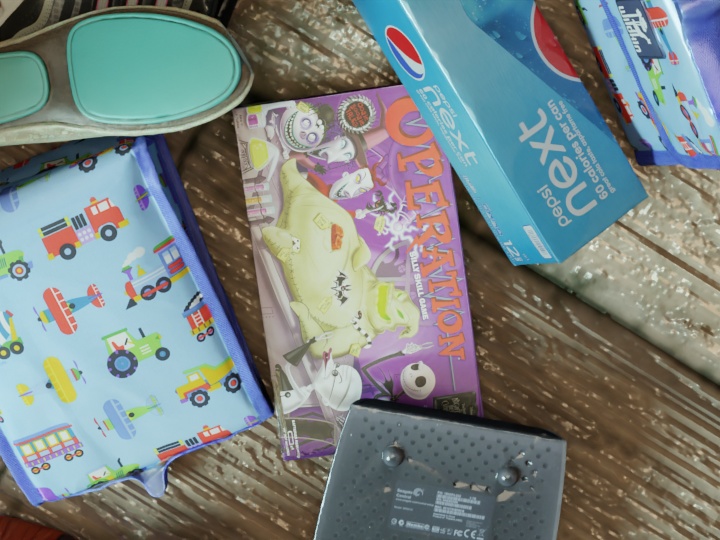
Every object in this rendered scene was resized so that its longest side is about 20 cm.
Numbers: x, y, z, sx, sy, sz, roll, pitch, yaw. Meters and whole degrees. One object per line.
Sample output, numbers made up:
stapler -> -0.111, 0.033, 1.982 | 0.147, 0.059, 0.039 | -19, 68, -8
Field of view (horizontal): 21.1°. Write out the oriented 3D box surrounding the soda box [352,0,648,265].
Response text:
soda box -> 0.068, -0.104, 1.028 | 0.068, 0.064, 0.201 | -35, 100, -16

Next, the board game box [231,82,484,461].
board game box -> 0.000, 0.000, 1.082 | 0.119, 0.032, 0.202 | -9, 97, 0

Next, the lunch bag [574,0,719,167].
lunch bag -> 0.162, -0.131, 0.959 | 0.093, 0.200, 0.152 | -22, 96, 6

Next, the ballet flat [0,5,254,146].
ballet flat -> -0.150, -0.099, 1.010 | 0.198, 0.062, 0.068 | -4, 89, 7

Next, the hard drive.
hard drive -> 0.036, 0.171, 1.082 | 0.133, 0.042, 0.202 | 9, 106, -2

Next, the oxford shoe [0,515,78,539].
oxford shoe -> -0.257, 0.171, 1.098 | 0.198, 0.071, 0.074 | 16, 102, 0

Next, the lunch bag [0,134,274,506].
lunch bag -> -0.146, 0.037, 1.071 | 0.149, 0.094, 0.202 | -21, 105, 3

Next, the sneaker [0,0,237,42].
sneaker -> -0.114, -0.146, 1.043 | 0.199, 0.074, 0.088 | -31, 89, 2
